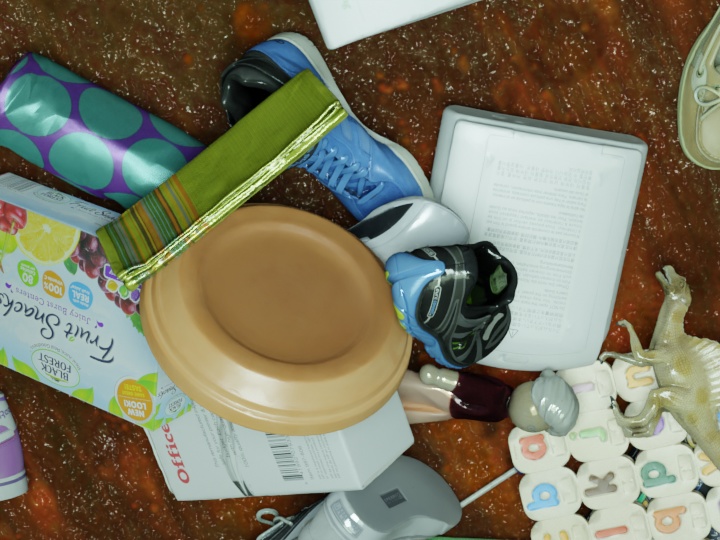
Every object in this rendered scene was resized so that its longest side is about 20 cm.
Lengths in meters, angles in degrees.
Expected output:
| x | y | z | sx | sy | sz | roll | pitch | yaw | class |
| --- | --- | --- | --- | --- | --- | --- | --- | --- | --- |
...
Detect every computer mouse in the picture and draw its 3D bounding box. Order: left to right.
| x | y | z | sx | sy | sz | roll | pitch | yaw | class |
| --- | --- | --- | --- | --- | --- | --- | --- | --- | --- |
| 0.000 | 0.000 | 1.414 | 0.109 | 0.044 | 0.200 | 36 | 140 | -25 | computer mouse |

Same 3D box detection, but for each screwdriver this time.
| x | y | z | sx | sy | sz | roll | pitch | yaw | class |
| --- | --- | --- | --- | --- | --- | --- | --- | --- | --- |
| 0.117 | 0.176 | 1.530 | 0.200 | 0.029 | 0.028 | -35 | 103 | 6 | screwdriver |

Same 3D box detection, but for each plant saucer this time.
| x | y | z | sx | sy | sz | roll | pitch | yaw | class |
| --- | --- | --- | --- | --- | --- | --- | --- | --- | --- |
| -0.056 | 0.025 | 1.297 | 0.199 | 0.201 | 0.038 | 16 | 137 | -6 | plant saucer |

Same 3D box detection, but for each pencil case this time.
| x | y | z | sx | sy | sz | roll | pitch | yaw | class |
| --- | --- | --- | --- | --- | --- | --- | --- | --- | --- |
| -0.195 | -0.091 | 1.423 | 0.199 | 0.092 | 0.085 | 29 | 58 | -8 | pencil case |

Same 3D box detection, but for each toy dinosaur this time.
| x | y | z | sx | sy | sz | roll | pitch | yaw | class |
| --- | --- | --- | --- | --- | --- | --- | --- | --- | --- |
| 0.250 | 0.100 | 1.446 | 0.101 | 0.058 | 0.201 | -18 | 90 | 11 | toy dinosaur |

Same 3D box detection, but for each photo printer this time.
| x | y | z | sx | sy | sz | roll | pitch | yaw | class |
| --- | --- | --- | --- | --- | --- | --- | --- | --- | --- |
| 0.129 | -0.020 | 1.458 | 0.165 | 0.069 | 0.201 | 8 | 105 | -3 | photo printer |

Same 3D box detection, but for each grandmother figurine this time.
| x | y | z | sx | sy | sz | roll | pitch | yaw | class |
| --- | --- | --- | --- | --- | --- | --- | --- | --- | --- |
| 0.077 | 0.103 | 1.466 | 0.199 | 0.121 | 0.061 | 4 | 86 | 16 | grandmother figurine |

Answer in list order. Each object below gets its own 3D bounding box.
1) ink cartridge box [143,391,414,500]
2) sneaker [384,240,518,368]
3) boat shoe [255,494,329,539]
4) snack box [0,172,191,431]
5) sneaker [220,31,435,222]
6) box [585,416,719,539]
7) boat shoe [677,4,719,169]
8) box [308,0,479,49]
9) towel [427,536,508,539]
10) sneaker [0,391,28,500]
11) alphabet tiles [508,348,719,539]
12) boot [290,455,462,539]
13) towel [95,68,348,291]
| x | y | z | sx | sy | sz | roll | pitch | yaw | class |
| --- | --- | --- | --- | --- | --- | --- | --- | --- | --- |
| -0.077 | 0.094 | 1.425 | 0.199 | 0.084 | 0.145 | -8 | 107 | 38 | ink cartridge box |
| 0.081 | 0.024 | 1.335 | 0.082 | 0.200 | 0.071 | -15 | 74 | 14 | sneaker |
| -0.055 | 0.232 | 1.515 | 0.199 | 0.068 | 0.074 | -44 | 130 | -14 | boat shoe |
| -0.217 | 0.022 | 1.409 | 0.199 | 0.053 | 0.143 | 20 | 118 | 29 | snack box |
| -0.030 | -0.086 | 1.395 | 0.077 | 0.111 | 0.200 | -35 | 92 | 35 | sneaker |
| 0.300 | 0.223 | 1.536 | 0.199 | 0.050 | 0.199 | 30 | 101 | -7 | box |
| 0.304 | -0.173 | 1.427 | 0.073 | 0.063 | 0.202 | 21 | 103 | -6 | boat shoe |
| 0.036 | -0.291 | 1.333 | 0.199 | 0.171 | 0.200 | -19 | 104 | 3 | box |
| 0.091 | 0.322 | 1.566 | 0.152 | 0.023 | 0.201 | 3 | 108 | 0 | towel |
| -0.379 | 0.144 | 1.491 | 0.199 | 0.073 | 0.115 | -12 | 101 | -9 | sneaker |
| 0.226 | 0.167 | 1.491 | 0.195 | 0.015 | 0.201 | -14 | 91 | 12 | alphabet tiles |
| 0.003 | 0.207 | 1.466 | 0.096 | 0.200 | 0.074 | -42 | 70 | 20 | boot |
| -0.102 | -0.069 | 1.307 | 0.200 | 0.086 | 0.018 | -39 | 126 | 0 | towel |
